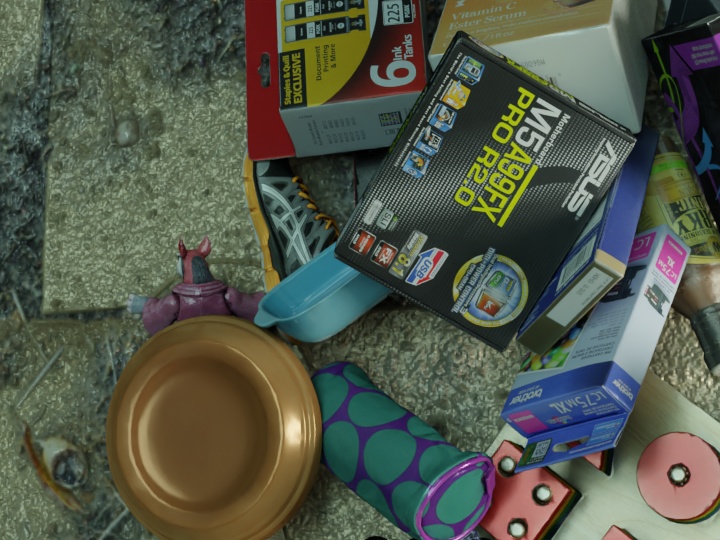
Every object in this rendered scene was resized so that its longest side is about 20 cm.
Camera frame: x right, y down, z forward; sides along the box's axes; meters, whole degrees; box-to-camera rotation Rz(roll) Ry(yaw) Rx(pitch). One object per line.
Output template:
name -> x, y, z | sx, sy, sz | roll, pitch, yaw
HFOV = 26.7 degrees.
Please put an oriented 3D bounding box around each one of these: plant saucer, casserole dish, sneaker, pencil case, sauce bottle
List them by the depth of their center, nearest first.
pencil case -> 0.026, 0.149, 1.255 | 0.200, 0.092, 0.086 | 32, 130, 47
sauce bottle -> 0.270, -0.014, 1.257 | 0.064, 0.065, 0.201 | -25, 72, 13
plant saucer -> -0.130, 0.137, 1.273 | 0.198, 0.037, 0.202 | -2, 85, 20
casserole dish -> 0.000, 0.000, 1.288 | 0.199, 0.121, 0.039 | -36, 106, -12
sneaker -> -0.056, -0.036, 1.381 | 0.077, 0.078, 0.202 | -16, 80, 9

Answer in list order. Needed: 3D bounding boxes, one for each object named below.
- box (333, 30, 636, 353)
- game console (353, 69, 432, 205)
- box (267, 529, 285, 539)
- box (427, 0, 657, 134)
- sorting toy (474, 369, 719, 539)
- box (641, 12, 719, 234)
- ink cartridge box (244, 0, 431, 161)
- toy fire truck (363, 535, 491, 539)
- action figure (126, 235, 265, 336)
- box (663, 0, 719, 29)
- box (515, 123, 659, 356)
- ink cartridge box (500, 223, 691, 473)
box -> 0.094, -0.060, 1.182 | 0.159, 0.044, 0.201 | 30, 106, -5
game console -> 0.077, -0.087, 1.367 | 0.175, 0.031, 0.202 | -6, 76, 13
box -> -0.093, 0.309, 1.311 | 0.082, 0.068, 0.202 | -23, 70, 14
box -> 0.157, -0.202, 1.263 | 0.151, 0.107, 0.201 | -8, 38, 22
sorting toy -> 0.196, 0.174, 1.236 | 0.200, 0.070, 0.199 | 37, 92, 24
box -> 0.291, -0.099, 1.174 | 0.036, 0.143, 0.201 | -26, 97, -7
ink cartridge box -> -0.027, -0.209, 1.362 | 0.174, 0.084, 0.202 | -7, 62, 6
toy fire truck -> 0.038, 0.333, 1.232 | 0.175, 0.128, 0.202 | -7, 97, 39
action figure -> -0.142, 0.070, 1.339 | 0.133, 0.149, 0.202 | -10, 102, 0
box -> 0.338, -0.156, 1.206 | 0.106, 0.149, 0.201 | -26, 69, -8
box -> 0.187, -0.039, 1.219 | 0.032, 0.121, 0.201 | 28, 49, -8
ink cartridge box -> 0.181, 0.061, 1.196 | 0.119, 0.042, 0.201 | -23, 34, 50
